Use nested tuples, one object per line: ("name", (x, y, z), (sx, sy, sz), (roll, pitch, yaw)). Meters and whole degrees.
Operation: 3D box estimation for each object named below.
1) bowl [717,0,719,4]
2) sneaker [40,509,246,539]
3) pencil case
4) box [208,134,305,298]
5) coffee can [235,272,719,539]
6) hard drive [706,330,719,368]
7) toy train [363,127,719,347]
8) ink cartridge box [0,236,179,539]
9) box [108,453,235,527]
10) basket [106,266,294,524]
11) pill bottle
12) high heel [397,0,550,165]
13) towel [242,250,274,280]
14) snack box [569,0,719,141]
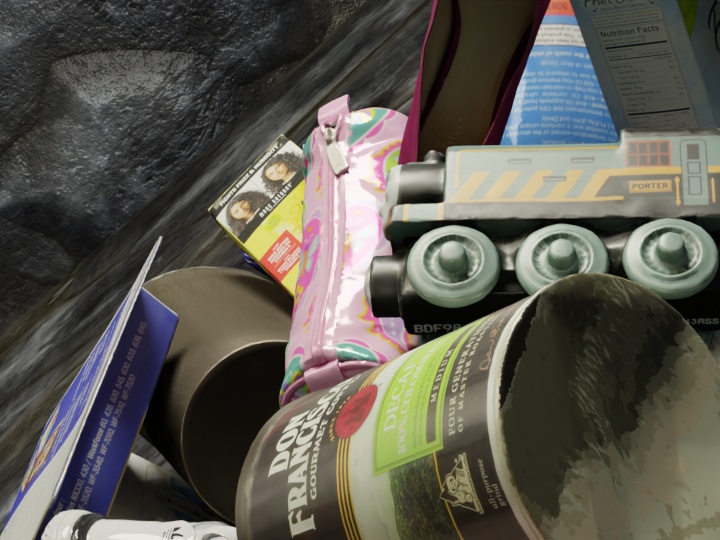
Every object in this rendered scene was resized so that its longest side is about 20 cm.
("bowl", (0.284, -0.132, 1.035), (0.199, 0.106, 0.201), (-19, 15, 5))
("sneaker", (-0.083, 0.203, 1.041), (0.114, 0.201, 0.075), (-6, 34, 17))
("pencil case", (0.000, 0.000, 1.127), (0.087, 0.087, 0.201), (-33, 39, 36))
("box", (-0.016, -0.008, 1.252), (0.075, 0.050, 0.200), (-45, 40, -1))
("coffee can", (0.056, 0.100, 0.943), (0.200, 0.146, 0.147), (-27, 19, 48))
("hard drive", (0.219, 0.001, 1.047), (0.200, 0.026, 0.132), (-41, 13, 9))
("toy train", (0.102, -0.014, 1.025), (0.198, 0.085, 0.115), (-2, 53, 8))
("ink cartridge box", (-0.158, 0.113, 1.160), (0.200, 0.047, 0.198), (-51, 15, 44))
("box", (-0.130, 0.203, 1.209), (0.113, 0.101, 0.200), (-61, 9, 11))
("basket", (-0.067, 0.081, 1.266), (0.200, 0.179, 0.137), (-145, 78, -78))
("pill bottle", (0.112, -0.052, 1.171), (0.112, 0.112, 0.202), (-23, 59, 57))
("high heel", (0.063, -0.116, 1.067), (0.096, 0.067, 0.201), (-79, -1, -55))
("towel", (0.026, -0.015, 1.415), (0.147, 0.050, 0.200), (-33, -27, 16))
("snack box", (0.194, -0.129, 1.147), (0.067, 0.201, 0.169), (-5, 34, 33))
